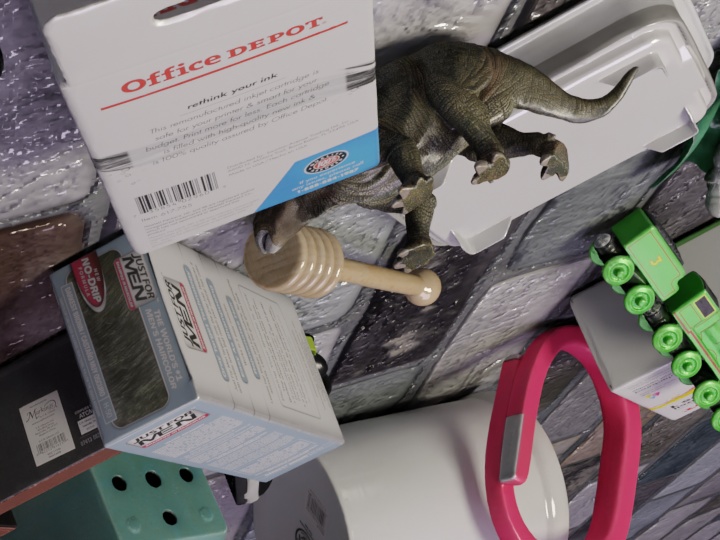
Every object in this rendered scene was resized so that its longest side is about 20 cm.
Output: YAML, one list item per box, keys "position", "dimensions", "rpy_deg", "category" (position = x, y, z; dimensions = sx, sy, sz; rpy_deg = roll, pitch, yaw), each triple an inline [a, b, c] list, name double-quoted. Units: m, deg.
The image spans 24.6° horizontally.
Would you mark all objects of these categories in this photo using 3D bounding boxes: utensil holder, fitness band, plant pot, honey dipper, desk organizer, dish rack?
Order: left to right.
- position: [-0.206, 0.107, 0.966]
  dimensions: [0.199, 0.072, 0.077]
  rpy_deg: [-28, 162, 13]
  category: "desk organizer"
- position: [-0.190, 0.188, 1.106]
  dimensions: [0.141, 0.142, 0.200]
  rpy_deg: [0, 144, -47]
  category: "plant pot"
- position: [0.000, 0.000, 0.951]
  dimensions: [0.038, 0.038, 0.200]
  rpy_deg: [-31, 162, 22]
  category: "honey dipper"
- position: [0.036, 0.196, 1.318]
  dimensions: [0.199, 0.171, 0.170]
  rpy_deg: [-8, 156, -31]
  category: "utensil holder"
- position: [0.096, -0.072, 0.877]
  dimensions: [0.199, 0.044, 0.172]
  rpy_deg: [-29, 159, 13]
  category: "dish rack"
- position: [0.159, 0.141, 1.282]
  dimensions: [0.143, 0.201, 0.037]
  rpy_deg: [33, 148, -34]
  category: "fitness band"

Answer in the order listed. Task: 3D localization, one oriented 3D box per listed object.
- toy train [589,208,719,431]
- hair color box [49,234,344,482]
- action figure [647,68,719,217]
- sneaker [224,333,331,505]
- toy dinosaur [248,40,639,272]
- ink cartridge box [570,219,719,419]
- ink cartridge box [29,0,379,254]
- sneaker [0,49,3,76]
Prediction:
- position: [0.227, 0.037, 1.152]
  dimensions: [0.056, 0.042, 0.200]
  rpy_deg: [-36, 120, 8]
  category: "toy train"
- position: [-0.084, 0.052, 0.913]
  dimensions: [0.060, 0.099, 0.200]
  rpy_deg: [-26, 160, 13]
  category: "hair color box"
- position: [0.239, -0.097, 0.959]
  dimensions: [0.117, 0.055, 0.200]
  rpy_deg: [-18, 156, -6]
  category: "action figure"
- position: [-0.056, 0.099, 1.106]
  dimensions: [0.082, 0.072, 0.200]
  rpy_deg: [-19, 160, -14]
  category: "sneaker"
- position: [0.032, -0.068, 0.761]
  dimensions: [0.199, 0.103, 0.077]
  rpy_deg: [-32, 147, -1]
  category: "toy dinosaur"
- position: [0.267, 0.041, 1.292]
  dimensions: [0.144, 0.084, 0.200]
  rpy_deg: [-29, 159, 16]
  category: "ink cartridge box"
- position: [-0.058, -0.088, 0.625]
  dimensions: [0.115, 0.068, 0.200]
  rpy_deg: [-21, 161, -6]
  category: "ink cartridge box"
- position: [-0.211, -0.039, 0.580]
  dimensions: [0.199, 0.071, 0.083]
  rpy_deg: [-29, 154, 9]
  category: "sneaker"
